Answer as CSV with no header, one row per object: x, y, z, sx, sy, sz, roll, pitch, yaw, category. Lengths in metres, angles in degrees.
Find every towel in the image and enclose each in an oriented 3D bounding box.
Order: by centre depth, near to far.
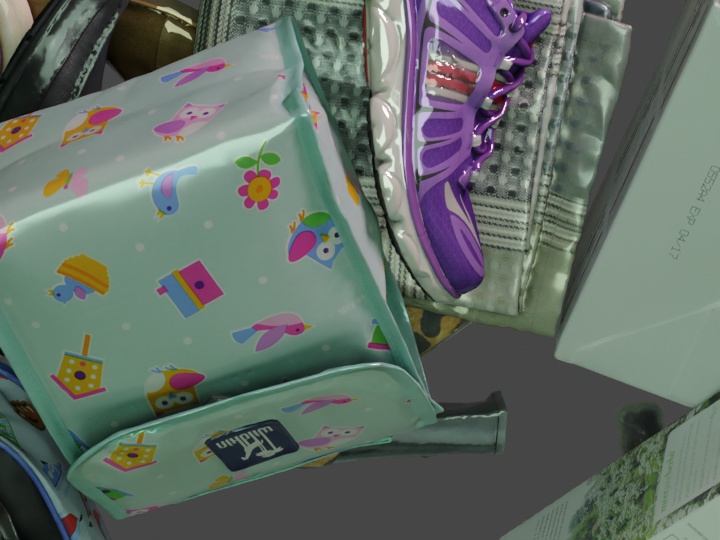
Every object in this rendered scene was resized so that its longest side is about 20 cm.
0.018,-0.077,1.063,0.199,0.035,0.193,11,101,3,towel

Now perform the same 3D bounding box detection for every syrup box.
0.149,0.132,1.074,0.081,0.079,0.200,38,128,-15,syrup box

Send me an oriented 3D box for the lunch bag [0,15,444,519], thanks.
-0.068,0.016,1.022,0.170,0.122,0.200,-19,120,4,lunch bag

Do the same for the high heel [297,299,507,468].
0.000,0.000,1.122,0.142,0.071,0.201,-2,101,-4,high heel

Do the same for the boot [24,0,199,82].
-0.084,-0.086,1.113,0.200,0.074,0.076,23,87,1,boot

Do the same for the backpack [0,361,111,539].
-0.203,0.131,1.081,0.199,0.154,0.191,-17,122,-1,backpack

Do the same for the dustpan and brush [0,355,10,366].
-0.113,-0.004,1.140,0.199,0.057,0.140,-1,95,7,dustpan and brush

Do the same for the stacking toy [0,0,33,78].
-0.249,-0.086,1.063,0.200,0.085,0.086,-32,94,-38,stacking toy

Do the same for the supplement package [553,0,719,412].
0.200,-0.038,1.059,0.155,0.111,0.200,20,126,-1,supplement package

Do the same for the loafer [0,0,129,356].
-0.147,-0.053,1.078,0.070,0.068,0.201,27,103,-4,loafer

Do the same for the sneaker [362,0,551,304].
0.043,-0.084,1.008,0.083,0.081,0.201,-2,102,2,sneaker
